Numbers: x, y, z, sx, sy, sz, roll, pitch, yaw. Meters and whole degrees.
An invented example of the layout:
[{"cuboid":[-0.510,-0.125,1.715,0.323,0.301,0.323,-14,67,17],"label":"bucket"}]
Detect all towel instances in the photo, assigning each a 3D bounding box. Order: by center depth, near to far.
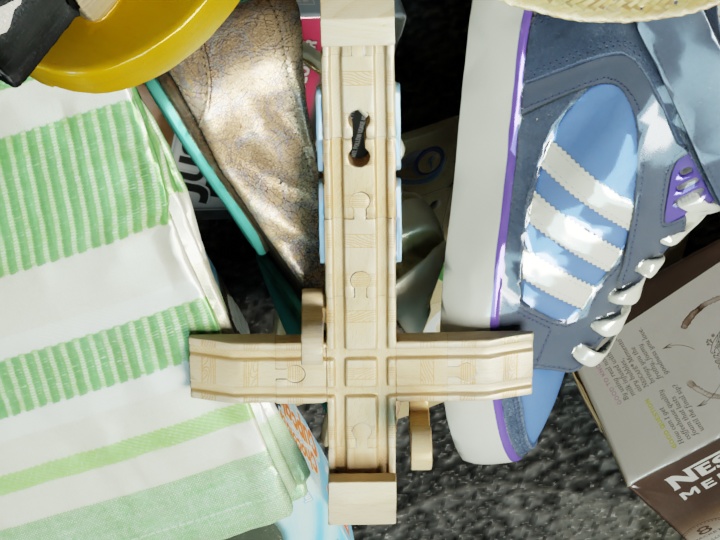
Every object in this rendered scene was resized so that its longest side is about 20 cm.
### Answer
[{"cuboid":[-0.117,0.018,1.007,0.152,0.023,0.201,-17,118,8],"label":"towel"}]

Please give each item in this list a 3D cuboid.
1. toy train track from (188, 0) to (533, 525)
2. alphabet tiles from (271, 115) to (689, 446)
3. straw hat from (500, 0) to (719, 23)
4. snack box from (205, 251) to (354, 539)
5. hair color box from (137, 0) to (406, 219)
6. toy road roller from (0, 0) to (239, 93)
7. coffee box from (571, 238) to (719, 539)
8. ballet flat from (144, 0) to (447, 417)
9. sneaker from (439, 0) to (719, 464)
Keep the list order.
[{"cuboid":[0.000,0.000,0.967,0.114,0.033,0.201,-1,117,-1],"label":"toy train track"},{"cuboid":[0.053,-0.009,1.143,0.199,0.006,0.167,-19,143,-26],"label":"alphabet tiles"},{"cuboid":[0.070,-0.176,0.884,0.200,0.085,0.202,-2,128,-3],"label":"straw hat"},{"cuboid":[-0.089,0.054,1.093,0.116,0.037,0.200,-20,135,9],"label":"snack box"},{"cuboid":[-0.094,-0.070,1.036,0.199,0.061,0.099,-1,136,-17],"label":"hair color box"},{"cuboid":[-0.118,-0.131,0.887,0.123,0.200,0.146,-53,163,-5],"label":"toy road roller"},{"cuboid":[0.194,0.025,1.206,0.200,0.080,0.113,-29,151,11],"label":"coffee box"},{"cuboid":[-0.009,-0.016,1.022,0.067,0.068,0.200,-30,132,-3],"label":"ballet flat"},{"cuboid":[0.106,-0.019,1.014,0.146,0.081,0.201,7,112,9],"label":"sneaker"}]
